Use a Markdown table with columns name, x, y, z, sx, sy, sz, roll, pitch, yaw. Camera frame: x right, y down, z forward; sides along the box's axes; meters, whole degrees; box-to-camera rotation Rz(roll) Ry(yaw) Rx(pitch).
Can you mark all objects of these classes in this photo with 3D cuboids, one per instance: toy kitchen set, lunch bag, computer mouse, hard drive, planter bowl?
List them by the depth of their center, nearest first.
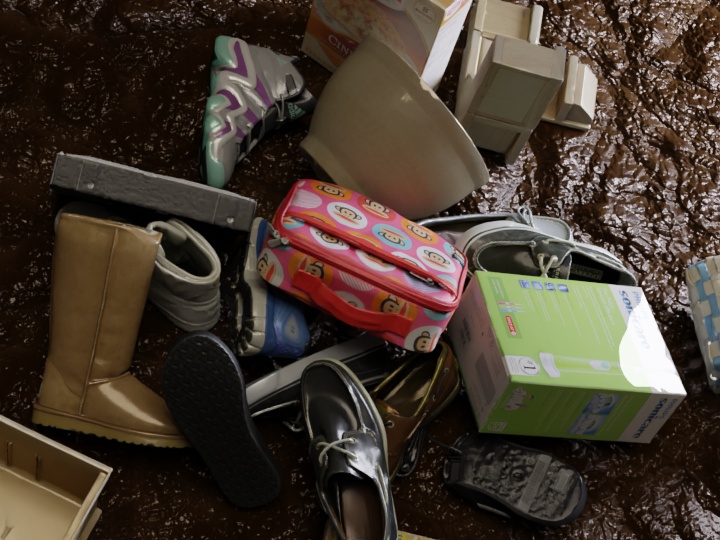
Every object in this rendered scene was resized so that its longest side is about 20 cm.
| name | x | y | z | sx | sy | sz | roll | pitch | yaw |
| --- | --- | --- | --- | --- | --- | --- | --- | --- | --- |
| lunch bag | 0.000 | 0.000 | 1.446 | 0.200 | 0.082 | 0.176 | 25 | 26 | -1 |
| computer mouse | 0.136 | 0.177 | 1.489 | 0.200 | 0.046 | 0.141 | 17 | 60 | 11 |
| hard drive | -0.210 | -0.075 | 1.494 | 0.200 | 0.140 | 0.038 | 13 | 87 | -10 |
| planter bowl | 0.020 | -0.128 | 1.572 | 0.135 | 0.200 | 0.200 | -40 | 73 | -4 |
| toy kitchen set | 0.211 | -0.242 | 1.676 | 0.163 | 0.181 | 0.200 | 14 | 61 | -6 |

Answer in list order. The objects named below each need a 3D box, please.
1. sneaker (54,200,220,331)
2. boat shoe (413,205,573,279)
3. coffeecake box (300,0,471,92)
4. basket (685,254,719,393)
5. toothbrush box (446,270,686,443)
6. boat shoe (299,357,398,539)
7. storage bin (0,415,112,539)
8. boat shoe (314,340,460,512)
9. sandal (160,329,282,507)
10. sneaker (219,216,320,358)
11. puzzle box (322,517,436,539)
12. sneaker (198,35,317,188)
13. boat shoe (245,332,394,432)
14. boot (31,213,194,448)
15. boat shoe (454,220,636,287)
| name | x | y | z | sx | sy | sz | roll | pitch | yaw |
| --- | --- | --- | --- | --- | --- | --- | --- | --- | --- |
| sneaker | -0.219 | -0.030 | 1.486 | 0.200 | 0.116 | 0.074 | 32 | 59 | 9 |
| boat shoe | 0.140 | -0.030 | 1.600 | 0.202 | 0.065 | 0.075 | -1 | 60 | -15 |
| coffeecake box | 0.029 | -0.283 | 1.647 | 0.153 | 0.200 | 0.073 | 37 | 58 | 10 |
| basket | 0.454 | 0.040 | 1.576 | 0.200 | 0.139 | 0.177 | -14 | 59 | 14 |
| toothbrush box | 0.204 | 0.088 | 1.498 | 0.200 | 0.086 | 0.146 | 4 | 45 | -22 |
| boat shoe | -0.011 | 0.175 | 1.377 | 0.072 | 0.068 | 0.200 | -17 | 78 | 9 |
| storage bin | -0.356 | 0.230 | 1.307 | 0.200 | 0.094 | 0.199 | 26 | 57 | 2 |
| boat shoe | 0.020 | 0.147 | 1.445 | 0.072 | 0.068 | 0.200 | 29 | 66 | 23 |
| sandal | -0.131 | 0.134 | 1.382 | 0.075 | 0.201 | 0.048 | -15 | 31 | 6 |
| sneaker | -0.087 | 0.024 | 1.497 | 0.089 | 0.079 | 0.200 | 18 | 34 | -21 |
| puzzle box | 0.015 | 0.334 | 1.374 | 0.133 | 0.025 | 0.200 | 15 | 57 | -5 |
| sneaker | -0.100 | -0.168 | 1.619 | 0.140 | 0.078 | 0.200 | 8 | 58 | -8 |
| boat shoe | -0.052 | 0.122 | 1.461 | 0.199 | 0.074 | 0.068 | -21 | 86 | -34 |
| boot | -0.216 | 0.059 | 1.402 | 0.175 | 0.066 | 0.200 | 11 | 91 | -6 |
| boat shoe | 0.196 | -0.006 | 1.559 | 0.200 | 0.071 | 0.064 | 7 | 13 | -20 |
